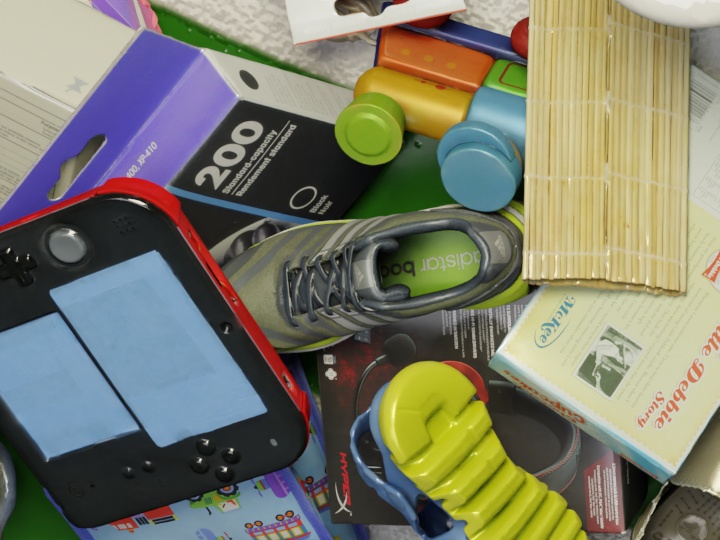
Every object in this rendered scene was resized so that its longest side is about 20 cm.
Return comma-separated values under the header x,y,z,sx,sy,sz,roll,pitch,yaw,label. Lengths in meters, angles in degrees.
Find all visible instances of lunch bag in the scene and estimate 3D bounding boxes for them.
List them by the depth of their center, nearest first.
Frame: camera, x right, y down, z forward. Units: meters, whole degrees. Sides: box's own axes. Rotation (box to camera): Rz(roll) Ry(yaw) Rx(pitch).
x,y,z,sx,sy,sz,roll,pitch,yaw,label
-0.077,0.165,1.431,0.150,0.094,0.200,-15,119,19,lunch bag

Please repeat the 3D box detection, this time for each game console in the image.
x,y,z,sx,sy,sz,roll,pitch,yaw,label
-0.139,0.050,1.291,0.177,0.031,0.200,-21,118,21,game console

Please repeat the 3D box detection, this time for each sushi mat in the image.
x,y,z,sx,sy,sz,roll,pitch,yaw,label
0.133,-0.087,1.246,0.095,0.012,0.201,6,76,-14,sushi mat

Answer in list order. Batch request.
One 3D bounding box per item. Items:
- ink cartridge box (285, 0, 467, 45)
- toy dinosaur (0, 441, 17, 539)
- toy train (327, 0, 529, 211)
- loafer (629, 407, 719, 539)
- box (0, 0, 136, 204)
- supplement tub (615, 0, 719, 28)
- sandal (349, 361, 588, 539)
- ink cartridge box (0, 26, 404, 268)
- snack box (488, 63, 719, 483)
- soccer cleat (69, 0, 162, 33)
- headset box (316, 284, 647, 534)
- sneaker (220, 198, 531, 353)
x,y,z,sx,sy,sz,roll,pitch,yaw,label
-0.002,-0.234,1.285,0.109,0.050,0.201,-9,96,20,ink cartridge box
-0.263,0.098,1.439,0.200,0.105,0.182,-27,71,60,toy dinosaur
0.014,-0.101,1.287,0.200,0.116,0.085,18,129,12,toy train
0.218,0.113,1.322,0.076,0.068,0.200,31,113,6,loafer
-0.193,-0.065,1.352,0.095,0.078,0.200,29,139,7,box
0.183,-0.201,1.166,0.132,0.200,0.132,5,107,16,supplement tub
0.060,0.135,1.303,0.087,0.079,0.200,-6,119,58,sandal
-0.102,-0.035,1.318,0.198,0.200,0.043,-49,53,24,ink cartridge box
0.172,0.001,1.261,0.116,0.037,0.200,34,77,5,snack box
-0.141,-0.138,1.367,0.068,0.073,0.200,-14,120,46,soccer cleat
0.081,0.070,1.349,0.199,0.075,0.149,1,105,18,headset box
0.000,0.000,1.277,0.200,0.081,0.074,-16,85,18,sneaker
